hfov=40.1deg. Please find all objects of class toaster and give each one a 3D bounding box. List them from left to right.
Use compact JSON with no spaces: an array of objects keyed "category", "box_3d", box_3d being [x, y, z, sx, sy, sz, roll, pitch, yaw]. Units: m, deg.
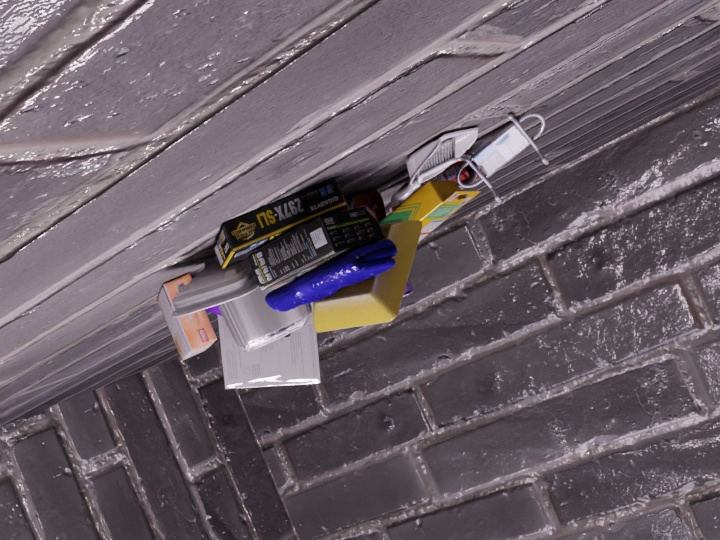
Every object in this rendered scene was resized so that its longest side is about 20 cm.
[{"category":"toaster","box_3d":[-0.181,0.058,1.780,0.197,0.131,0.114,-25,-166,-10]}]

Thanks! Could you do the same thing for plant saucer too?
[{"category":"plant saucer","box_3d":[0.000,0.000,1.720,0.198,0.048,0.203,-12,-129,43]}]

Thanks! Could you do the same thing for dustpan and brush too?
[{"category":"dustpan and brush","box_3d":[0.109,-0.169,1.687,0.198,0.058,0.139,-27,176,37]}]

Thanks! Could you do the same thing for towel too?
[{"category":"towel","box_3d":[-0.044,0.014,1.621,0.198,0.050,0.147,-26,178,35]}]

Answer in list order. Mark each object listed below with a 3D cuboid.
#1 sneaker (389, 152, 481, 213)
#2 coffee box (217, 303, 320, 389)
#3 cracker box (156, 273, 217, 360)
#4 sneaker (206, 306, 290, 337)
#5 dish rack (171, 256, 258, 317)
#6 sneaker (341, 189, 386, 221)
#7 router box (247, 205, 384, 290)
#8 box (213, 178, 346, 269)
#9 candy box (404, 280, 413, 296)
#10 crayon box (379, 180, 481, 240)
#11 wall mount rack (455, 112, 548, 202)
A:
[{"category":"sneaker","box_3d":[0.148,-0.167,1.920,0.198,0.072,0.112,-32,-178,-7]},{"category":"coffee box","box_3d":[-0.189,0.119,2.055,0.196,0.204,0.198,-4,-170,-3]},{"category":"cracker box","box_3d":[-0.338,0.093,1.907,0.057,0.136,0.200,-22,177,-17]},{"category":"sneaker","box_3d":[-0.219,0.095,1.913,0.196,0.101,0.070,5,-161,-3]},{"category":"dish rack","box_3d":[-0.231,0.007,1.692,0.169,0.044,0.200,-18,-165,21]},{"category":"sneaker","box_3d":[-0.025,-0.103,1.851,0.114,0.080,0.200,-12,174,18]},{"category":"router box","box_3d":[-0.068,-0.039,1.590,0.148,0.063,0.199,-27,177,26]},{"category":"box","box_3d":[-0.132,-0.073,1.576,0.197,0.050,0.160,-24,175,-17]},{"category":"candy box","box_3d":[0.024,-0.023,2.142,0.071,0.203,0.167,-24,177,21]},{"category":"crayon box","box_3d":[0.115,-0.106,1.820,0.199,0.052,0.125,-39,167,25]},{"category":"wall mount rack","box_3d":[0.253,-0.216,1.797,0.199,0.075,0.173,-39,135,14]}]
